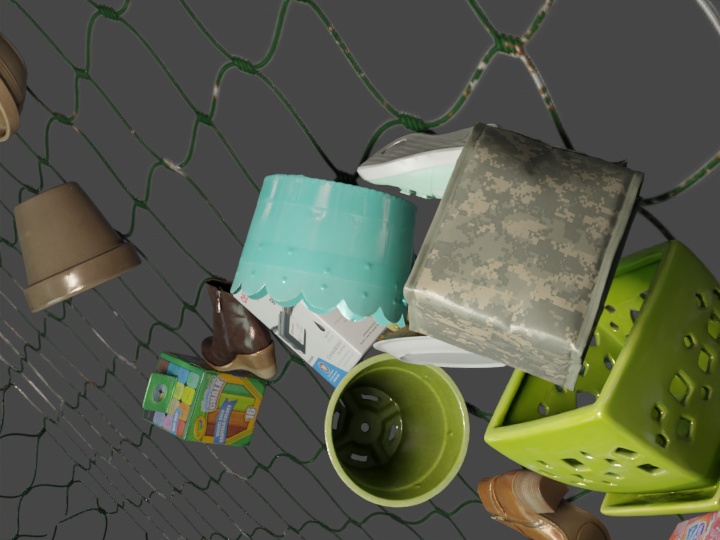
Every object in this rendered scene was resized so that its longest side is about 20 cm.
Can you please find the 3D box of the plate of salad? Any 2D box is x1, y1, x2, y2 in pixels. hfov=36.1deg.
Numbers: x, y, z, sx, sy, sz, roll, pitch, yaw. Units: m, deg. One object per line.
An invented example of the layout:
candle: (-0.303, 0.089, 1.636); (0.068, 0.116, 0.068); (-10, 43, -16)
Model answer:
plate of salad: (0.114, 0.080, 1.269); (0.198, 0.048, 0.200); (2, 168, 0)

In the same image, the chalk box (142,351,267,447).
chalk box: (-0.280, 0.218, 1.886); (0.123, 0.126, 0.199); (17, -179, 40)

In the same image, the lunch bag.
lunch bag: (0.147, -0.023, 0.973); (0.163, 0.201, 0.118); (19, 160, 14)

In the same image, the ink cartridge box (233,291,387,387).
ink cartridge box: (-0.066, 0.046, 1.498); (0.200, 0.084, 0.145); (41, 152, 4)

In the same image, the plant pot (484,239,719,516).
plant pot: (0.266, 0.120, 1.042); (0.181, 0.201, 0.199); (38, 154, -12)

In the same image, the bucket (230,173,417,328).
bucket: (-0.033, -0.020, 1.223); (0.205, 0.136, 0.207); (12, 176, 1)

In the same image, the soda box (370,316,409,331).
soda box: (0.000, 0.000, 1.361); (0.199, 0.068, 0.064); (31, 150, 23)

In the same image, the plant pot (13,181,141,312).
plant pot: (-0.493, -0.047, 1.848); (0.200, 0.199, 0.176); (-16, 101, 59)

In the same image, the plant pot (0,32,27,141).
plant pot: (-0.569, -0.301, 1.664); (0.200, 0.093, 0.201); (32, 150, 21)

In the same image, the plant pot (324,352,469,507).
plant pot: (0.026, 0.219, 1.538); (0.200, 0.200, 0.190); (46, 165, -6)

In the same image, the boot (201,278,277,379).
boot: (-0.215, 0.084, 1.794); (0.199, 0.072, 0.167); (11, 127, 48)

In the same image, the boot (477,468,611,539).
boot: (0.252, 0.361, 1.526); (0.200, 0.077, 0.155); (51, 150, -9)

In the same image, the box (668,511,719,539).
box: (0.449, 0.385, 1.282); (0.200, 0.095, 0.103); (42, 152, 2)

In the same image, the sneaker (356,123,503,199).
sneaker: (0.083, -0.078, 1.127); (0.200, 0.074, 0.119); (1, 125, 49)
